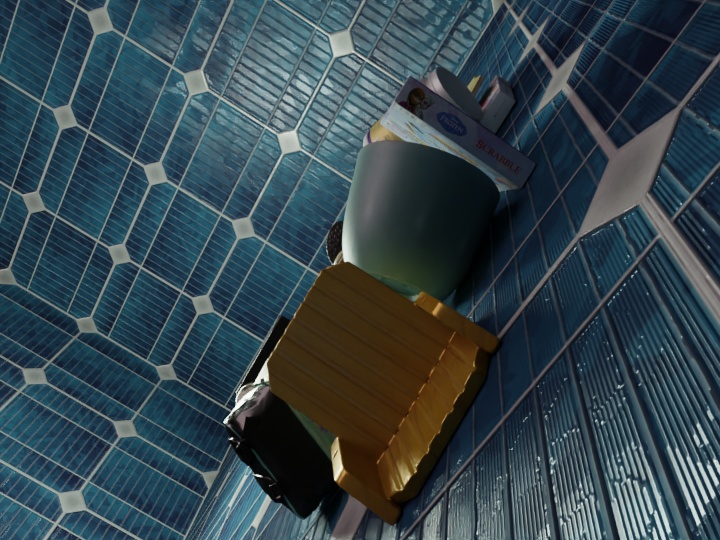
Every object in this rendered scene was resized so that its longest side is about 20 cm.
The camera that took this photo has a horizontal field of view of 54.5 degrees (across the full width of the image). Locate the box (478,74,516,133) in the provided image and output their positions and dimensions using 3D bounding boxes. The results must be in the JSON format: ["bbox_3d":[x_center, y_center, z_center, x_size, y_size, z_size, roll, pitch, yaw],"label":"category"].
[{"bbox_3d":[0.242,-0.293,1.376,0.157,0.041,0.201,-58,6,25],"label":"box"}]

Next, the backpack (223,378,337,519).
[{"bbox_3d":[-0.098,0.234,0.982,0.153,0.176,0.200,-43,-2,-20],"label":"backpack"}]

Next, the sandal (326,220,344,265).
[{"bbox_3d":[-0.001,0.001,1.296,0.075,0.202,0.048,-32,-15,4],"label":"sandal"}]

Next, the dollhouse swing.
[{"bbox_3d":[0.004,0.101,0.717,0.202,0.174,0.182,-58,5,0],"label":"dollhouse swing"}]

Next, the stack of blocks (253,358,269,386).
[{"bbox_3d":[-0.091,0.172,1.170,0.199,0.115,0.059,-20,32,44],"label":"stack of blocks"}]

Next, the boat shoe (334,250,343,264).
[{"bbox_3d":[0.029,-0.052,1.214,0.200,0.071,0.065,-48,7,18],"label":"boat shoe"}]

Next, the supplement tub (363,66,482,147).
[{"bbox_3d":[0.116,-0.264,1.311,0.200,0.145,0.146,-41,14,31],"label":"supplement tub"}]

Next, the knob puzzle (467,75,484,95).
[{"bbox_3d":[0.202,-0.308,1.458,0.222,0.030,0.220,-62,4,8],"label":"knob puzzle"}]

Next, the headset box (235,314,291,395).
[{"bbox_3d":[-0.150,0.225,1.492,0.202,0.173,0.093,-59,5,-8],"label":"headset box"}]

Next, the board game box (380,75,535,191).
[{"bbox_3d":[0.127,-0.180,0.976,0.041,0.199,0.200,-56,6,1],"label":"board game box"}]

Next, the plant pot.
[{"bbox_3d":[0.065,-0.047,0.915,0.201,0.198,0.163,141,148,-75],"label":"plant pot"}]

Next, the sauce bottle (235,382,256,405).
[{"bbox_3d":[-0.153,0.272,1.300,0.064,0.200,0.066,-16,53,22],"label":"sauce bottle"}]
